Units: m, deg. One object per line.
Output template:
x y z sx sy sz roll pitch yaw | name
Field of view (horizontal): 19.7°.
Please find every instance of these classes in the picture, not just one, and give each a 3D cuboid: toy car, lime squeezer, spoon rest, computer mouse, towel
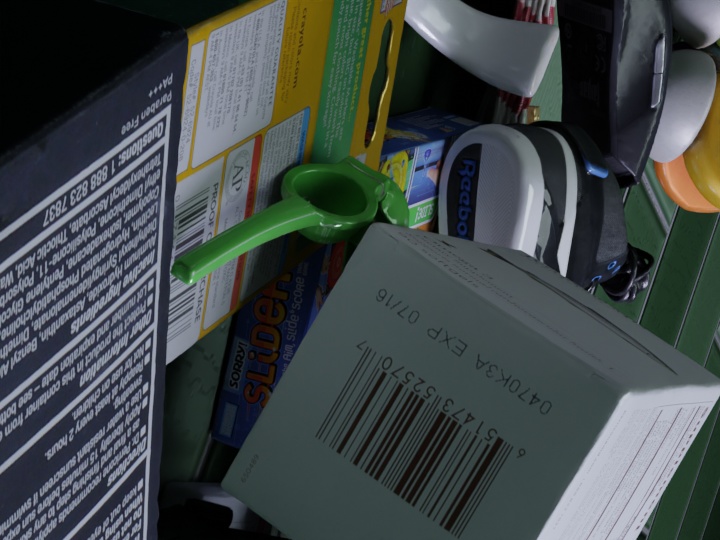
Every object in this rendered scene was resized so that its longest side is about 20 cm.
0.279 -0.135 1.526 0.202 0.174 0.150 -70 -164 -9 | toy car
-0.018 -0.013 0.774 0.071 0.038 0.200 -41 163 5 | lime squeezer
0.030 -0.150 0.920 0.100 0.060 0.200 -66 148 -22 | spoon rest
0.126 -0.092 1.101 0.140 0.046 0.202 -153 -123 -69 | computer mouse
0.080 -0.082 1.104 0.144 0.023 0.202 -75 175 -69 | towel

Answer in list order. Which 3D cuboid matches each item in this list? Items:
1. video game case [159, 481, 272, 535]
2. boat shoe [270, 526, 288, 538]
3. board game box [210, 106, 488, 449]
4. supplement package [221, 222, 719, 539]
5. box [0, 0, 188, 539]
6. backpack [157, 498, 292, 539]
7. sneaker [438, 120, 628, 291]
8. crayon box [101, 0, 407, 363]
-0.077 0.195 0.955 0.182 0.023 0.202 19 87 -72 | video game case
-0.011 0.160 0.927 0.075 0.062 0.202 37 62 -63 | boat shoe
0.000 0.000 0.977 0.200 0.034 0.137 -22 127 -67 | board game box
0.053 0.064 0.823 0.118 0.116 0.200 -60 162 8 | supplement package
-0.141 0.053 0.472 0.200 0.122 0.200 -44 145 -53 | box
-0.047 0.212 0.801 0.201 0.174 0.153 -69 -152 18 | backpack
0.084 0.026 1.026 0.111 0.073 0.202 -8 115 -48 | sneaker
-0.047 -0.055 0.766 0.200 0.051 0.127 -37 141 -60 | crayon box
